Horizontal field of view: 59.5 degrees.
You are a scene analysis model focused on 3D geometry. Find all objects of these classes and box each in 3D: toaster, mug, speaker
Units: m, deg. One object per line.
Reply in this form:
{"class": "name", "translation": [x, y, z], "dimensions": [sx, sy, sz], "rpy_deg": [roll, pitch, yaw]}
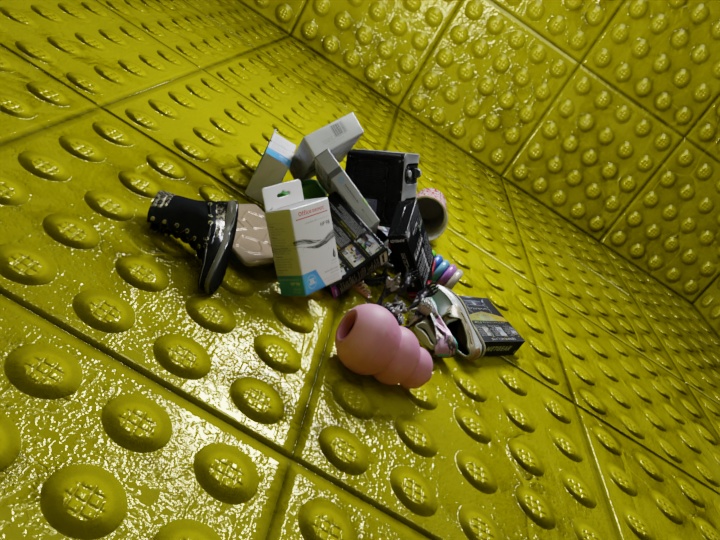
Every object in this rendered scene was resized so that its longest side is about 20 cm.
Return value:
{"class": "toaster", "translation": [0.047, -0.204, 1.562], "dimensions": [0.197, 0.185, 0.118], "rpy_deg": [10, 13, 30]}
{"class": "mug", "translation": [0.189, -0.194, 1.924], "dimensions": [0.176, 0.134, 0.200], "rpy_deg": [35, 21, -2]}
{"class": "speaker", "translation": [-0.147, -0.164, 1.482], "dimensions": [0.088, 0.089, 0.200], "rpy_deg": [37, 24, 6]}

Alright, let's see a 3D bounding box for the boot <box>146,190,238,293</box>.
{"class": "boot", "translation": [-0.303, -0.055, 1.109], "dimensions": [0.151, 0.074, 0.206], "rpy_deg": [11, 49, -6]}

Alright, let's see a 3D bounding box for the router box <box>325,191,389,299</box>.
{"class": "router box", "translation": [-0.055, -0.059, 1.343], "dimensions": [0.200, 0.148, 0.051], "rpy_deg": [49, -16, 29]}

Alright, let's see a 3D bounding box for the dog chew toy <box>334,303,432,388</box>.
{"class": "dog chew toy", "translation": [0.051, 0.147, 1.136], "dimensions": [0.198, 0.125, 0.125], "rpy_deg": [33, 22, -24]}

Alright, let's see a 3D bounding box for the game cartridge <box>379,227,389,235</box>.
{"class": "game cartridge", "translation": [0.053, -0.088, 1.669], "dimensions": [0.198, 0.039, 0.131], "rpy_deg": [13, 36, -40]}

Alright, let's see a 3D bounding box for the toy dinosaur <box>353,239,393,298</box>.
{"class": "toy dinosaur", "translation": [0.000, 0.000, 1.387], "dimensions": [0.133, 0.103, 0.203], "rpy_deg": [-4, 54, -9]}

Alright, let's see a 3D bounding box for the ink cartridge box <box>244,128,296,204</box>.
{"class": "ink cartridge box", "translation": [-0.212, -0.253, 1.522], "dimensions": [0.066, 0.117, 0.201], "rpy_deg": [26, 26, -13]}

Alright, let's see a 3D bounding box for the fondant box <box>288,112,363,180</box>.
{"class": "fondant box", "translation": [-0.089, -0.289, 1.516], "dimensions": [0.143, 0.200, 0.059], "rpy_deg": [-32, 89, -20]}

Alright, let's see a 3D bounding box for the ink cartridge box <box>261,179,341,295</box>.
{"class": "ink cartridge box", "translation": [-0.110, -0.066, 1.189], "dimensions": [0.066, 0.204, 0.115], "rpy_deg": [0, 16, 37]}

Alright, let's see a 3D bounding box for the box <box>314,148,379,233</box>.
{"class": "box", "translation": [-0.032, -0.166, 1.446], "dimensions": [0.202, 0.041, 0.156], "rpy_deg": [55, -7, 6]}

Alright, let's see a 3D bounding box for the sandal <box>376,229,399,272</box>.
{"class": "sandal", "translation": [0.057, -0.045, 1.548], "dimensions": [0.198, 0.075, 0.045], "rpy_deg": [30, 32, -18]}

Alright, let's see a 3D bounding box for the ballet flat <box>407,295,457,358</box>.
{"class": "ballet flat", "translation": [0.146, 0.115, 1.386], "dimensions": [0.070, 0.070, 0.201], "rpy_deg": [-1, 38, -22]}

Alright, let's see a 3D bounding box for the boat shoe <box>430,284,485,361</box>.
{"class": "boat shoe", "translation": [0.209, 0.113, 1.427], "dimensions": [0.201, 0.075, 0.068], "rpy_deg": [54, 24, 23]}

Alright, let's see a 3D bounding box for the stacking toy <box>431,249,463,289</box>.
{"class": "stacking toy", "translation": [0.167, -0.028, 1.619], "dimensions": [0.200, 0.086, 0.085], "rpy_deg": [43, 25, 5]}

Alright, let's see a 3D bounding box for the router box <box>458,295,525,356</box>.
{"class": "router box", "translation": [0.294, 0.135, 1.543], "dimensions": [0.198, 0.053, 0.158], "rpy_deg": [7, 37, -47]}

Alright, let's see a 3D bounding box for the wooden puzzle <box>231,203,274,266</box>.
{"class": "wooden puzzle", "translation": [-0.223, -0.066, 1.261], "dimensions": [0.199, 0.047, 0.184], "rpy_deg": [40, 24, 22]}

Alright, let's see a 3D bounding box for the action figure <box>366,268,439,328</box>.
{"class": "action figure", "translation": [0.088, 0.065, 1.311], "dimensions": [0.118, 0.103, 0.200], "rpy_deg": [40, 40, 4]}

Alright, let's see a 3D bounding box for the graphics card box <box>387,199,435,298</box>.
{"class": "graphics card box", "translation": [0.123, -0.048, 1.477], "dimensions": [0.050, 0.202, 0.127], "rpy_deg": [-1, 45, 23]}
